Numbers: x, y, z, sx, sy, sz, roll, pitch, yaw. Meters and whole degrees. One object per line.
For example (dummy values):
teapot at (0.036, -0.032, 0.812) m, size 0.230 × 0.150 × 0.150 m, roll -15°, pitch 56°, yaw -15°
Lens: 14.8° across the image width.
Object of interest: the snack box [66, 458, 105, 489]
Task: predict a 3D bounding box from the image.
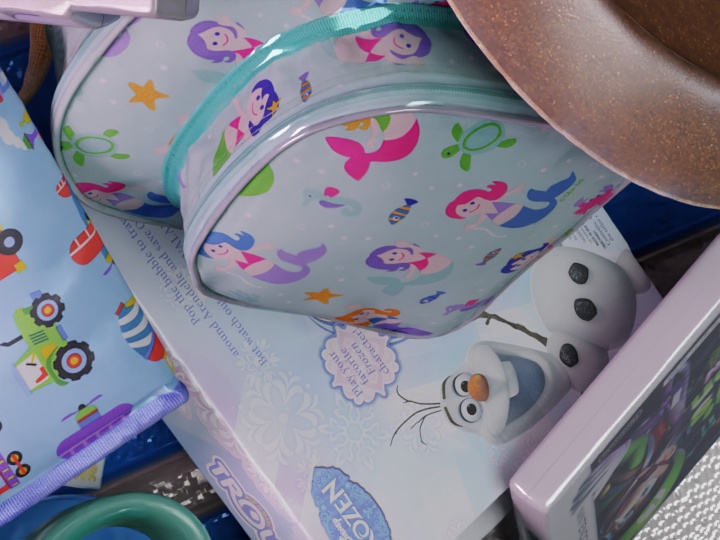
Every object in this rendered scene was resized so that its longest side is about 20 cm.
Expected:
snack box at (-0.172, 0.012, 1.005) m, size 0.200 × 0.037 × 0.116 m, roll 11°, pitch 88°, yaw -42°

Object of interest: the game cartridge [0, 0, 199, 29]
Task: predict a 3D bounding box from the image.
game cartridge at (-0.135, -0.147, 0.874) m, size 0.038 × 0.200 × 0.130 m, roll -18°, pitch 113°, yaw -58°

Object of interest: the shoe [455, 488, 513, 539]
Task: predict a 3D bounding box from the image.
shoe at (-0.020, 0.105, 1.098) m, size 0.200 × 0.071 × 0.091 m, roll -43°, pitch 104°, yaw -31°

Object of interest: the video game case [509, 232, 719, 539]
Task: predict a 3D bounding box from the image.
video game case at (0.136, 0.045, 1.140) m, size 0.023 × 0.182 × 0.200 m, roll 38°, pitch 78°, yaw 17°

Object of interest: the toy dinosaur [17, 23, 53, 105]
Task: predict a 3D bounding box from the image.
toy dinosaur at (-0.111, -0.164, 1.037) m, size 0.101 × 0.058 × 0.200 m, roll -11°, pitch 96°, yaw -10°

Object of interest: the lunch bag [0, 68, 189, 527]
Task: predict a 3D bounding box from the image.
lunch bag at (-0.185, 0.032, 0.927) m, size 0.200 × 0.094 × 0.151 m, roll -37°, pitch 118°, yaw -17°

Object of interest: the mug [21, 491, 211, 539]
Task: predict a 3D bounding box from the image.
mug at (-0.120, 0.178, 0.985) m, size 0.114 × 0.185 × 0.152 m, roll 23°, pitch 121°, yaw -23°

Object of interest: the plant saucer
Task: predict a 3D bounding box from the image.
plant saucer at (0.097, -0.115, 0.905) m, size 0.200 × 0.034 × 0.201 m, roll 22°, pitch 51°, yaw -30°

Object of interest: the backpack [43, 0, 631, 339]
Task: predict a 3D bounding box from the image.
backpack at (-0.008, -0.072, 0.939) m, size 0.200 × 0.178 × 0.151 m, roll 17°, pitch 50°, yaw -29°

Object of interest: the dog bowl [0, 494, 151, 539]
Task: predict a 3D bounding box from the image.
dog bowl at (-0.147, 0.174, 1.071) m, size 0.111 × 0.050 × 0.200 m, roll 35°, pitch 82°, yaw -28°

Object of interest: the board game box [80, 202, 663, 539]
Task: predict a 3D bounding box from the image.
board game box at (0.000, 0.000, 1.066) m, size 0.199 × 0.043 × 0.200 m, roll -41°, pitch 100°, yaw -33°
